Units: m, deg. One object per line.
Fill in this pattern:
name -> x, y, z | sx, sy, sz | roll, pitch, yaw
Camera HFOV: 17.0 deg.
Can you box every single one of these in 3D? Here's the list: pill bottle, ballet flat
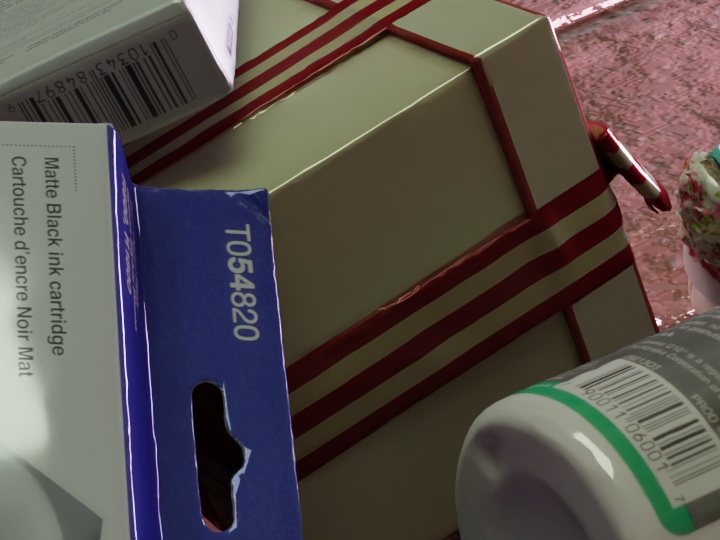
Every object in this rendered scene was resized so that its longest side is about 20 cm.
pill bottle -> 0.141, 0.063, 0.790 | 0.199, 0.114, 0.113 | -20, 26, -27
ballet flat -> 0.161, 0.002, 0.909 | 0.076, 0.064, 0.200 | 52, 20, 27

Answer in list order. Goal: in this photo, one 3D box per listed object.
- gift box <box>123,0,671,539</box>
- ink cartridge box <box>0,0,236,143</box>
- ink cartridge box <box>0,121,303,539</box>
gift box -> 0.000, 0.000, 0.903 | 0.186, 0.201, 0.184 | -33, 35, -17
ink cartridge box -> -0.138, -0.079, 0.885 | 0.199, 0.041, 0.200 | -23, 26, 11
ink cartridge box -> -0.112, 0.045, 0.687 | 0.199, 0.041, 0.201 | 1, 57, -14
